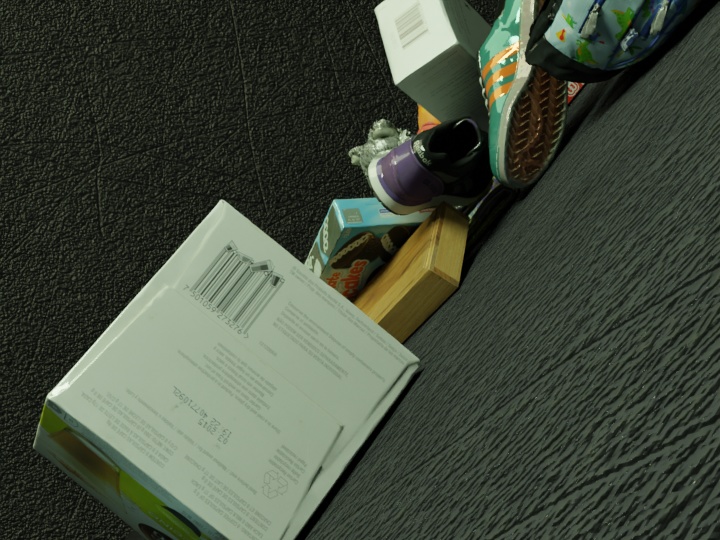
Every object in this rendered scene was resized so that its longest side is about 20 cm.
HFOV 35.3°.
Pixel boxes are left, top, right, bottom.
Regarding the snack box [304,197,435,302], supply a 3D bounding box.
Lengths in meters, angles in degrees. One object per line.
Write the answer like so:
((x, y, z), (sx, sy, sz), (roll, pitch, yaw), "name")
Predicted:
((0.000, 0.000, 1.156), (0.115, 0.037, 0.201), (-5, -33, -25), "snack box")

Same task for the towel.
((0.111, -0.049, 1.191), (0.144, 0.023, 0.200), (-51, 3, 12), "towel")

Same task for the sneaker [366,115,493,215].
((0.096, -0.108, 1.075), (0.087, 0.076, 0.199), (-37, -6, 37), "sneaker")

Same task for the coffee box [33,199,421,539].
((-0.112, 0.108, 0.890), (0.201, 0.199, 0.198), (-52, 3, -27), "coffee box")

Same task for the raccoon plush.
((0.069, -0.128, 1.275), (0.097, 0.134, 0.200), (-49, 3, 27), "raccoon plush")

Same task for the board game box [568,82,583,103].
((0.257, -0.260, 1.353), (0.152, 0.046, 0.200), (-51, 3, 1), "board game box")

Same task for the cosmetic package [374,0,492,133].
((0.109, -0.206, 1.180), (0.081, 0.199, 0.114), (-31, 55, 26), "cosmetic package")

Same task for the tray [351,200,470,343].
((0.029, 0.032, 1.086), (0.200, 0.037, 0.099), (-47, 19, 39), "tray")

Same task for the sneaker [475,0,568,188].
((0.148, -0.173, 1.069), (0.080, 0.071, 0.203), (-2, 74, 56), "sneaker")

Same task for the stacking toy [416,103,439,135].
((0.114, -0.128, 1.434), (0.146, 0.145, 0.202), (139, 153, -71), "stacking toy")

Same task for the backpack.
((0.238, -0.262, 0.941), (0.163, 0.153, 0.201), (-44, -25, -40), "backpack")
